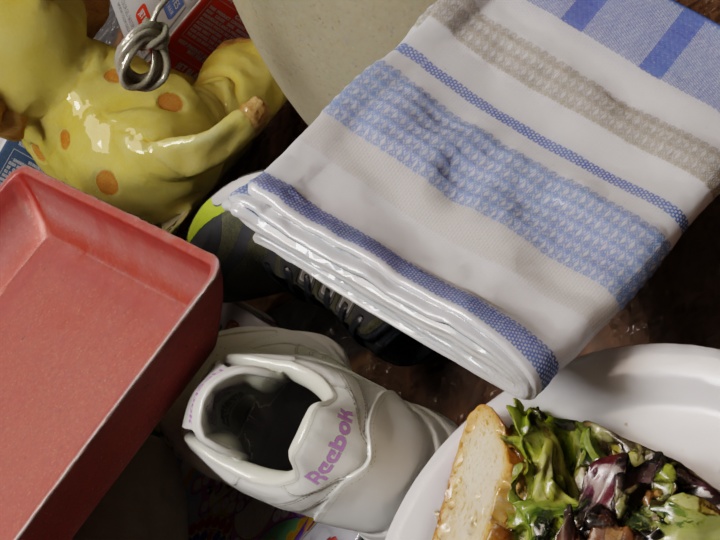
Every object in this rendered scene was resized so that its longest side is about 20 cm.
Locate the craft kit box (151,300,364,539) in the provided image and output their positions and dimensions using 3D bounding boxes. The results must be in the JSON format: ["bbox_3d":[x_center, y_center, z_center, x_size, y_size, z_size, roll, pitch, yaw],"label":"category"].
[{"bbox_3d":[-0.057,0.127,1.053,0.201,0.048,0.197,-61,33,-1],"label":"craft kit box"}]

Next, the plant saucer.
[{"bbox_3d":[-0.151,0.062,0.982,0.200,0.037,0.199,-53,33,-9],"label":"plant saucer"}]

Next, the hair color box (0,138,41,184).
[{"bbox_3d":[-0.232,-0.013,1.350,0.201,0.060,0.100,-60,35,0],"label":"hair color box"}]

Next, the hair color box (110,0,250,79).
[{"bbox_3d":[-0.045,-0.188,1.242,0.200,0.064,0.111,-47,37,17],"label":"hair color box"}]

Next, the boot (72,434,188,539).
[{"bbox_3d":[-0.071,0.165,0.951,0.146,0.070,0.201,-3,72,51],"label":"boot"}]

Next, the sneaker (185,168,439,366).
[{"bbox_3d":[0.000,0.000,1.032,0.199,0.074,0.081,-7,66,38],"label":"sneaker"}]

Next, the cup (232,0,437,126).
[{"bbox_3d":[0.019,-0.144,1.062,0.200,0.143,0.201,-29,45,35],"label":"cup"}]

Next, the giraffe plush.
[{"bbox_3d":[-0.140,-0.082,1.136,0.173,0.162,0.200,-48,3,11],"label":"giraffe plush"}]

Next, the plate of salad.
[{"bbox_3d":[0.092,0.113,0.826,0.199,0.048,0.201,-10,60,18],"label":"plate of salad"}]

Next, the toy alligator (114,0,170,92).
[{"bbox_3d":[-0.053,-0.168,0.991,0.201,0.059,0.054,-56,35,6],"label":"toy alligator"}]

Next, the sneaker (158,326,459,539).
[{"bbox_3d":[-0.039,0.053,0.963,0.200,0.099,0.075,15,79,55],"label":"sneaker"}]

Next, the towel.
[{"bbox_3d":[0.062,-0.049,0.915,0.146,0.024,0.200,32,58,21],"label":"towel"}]
